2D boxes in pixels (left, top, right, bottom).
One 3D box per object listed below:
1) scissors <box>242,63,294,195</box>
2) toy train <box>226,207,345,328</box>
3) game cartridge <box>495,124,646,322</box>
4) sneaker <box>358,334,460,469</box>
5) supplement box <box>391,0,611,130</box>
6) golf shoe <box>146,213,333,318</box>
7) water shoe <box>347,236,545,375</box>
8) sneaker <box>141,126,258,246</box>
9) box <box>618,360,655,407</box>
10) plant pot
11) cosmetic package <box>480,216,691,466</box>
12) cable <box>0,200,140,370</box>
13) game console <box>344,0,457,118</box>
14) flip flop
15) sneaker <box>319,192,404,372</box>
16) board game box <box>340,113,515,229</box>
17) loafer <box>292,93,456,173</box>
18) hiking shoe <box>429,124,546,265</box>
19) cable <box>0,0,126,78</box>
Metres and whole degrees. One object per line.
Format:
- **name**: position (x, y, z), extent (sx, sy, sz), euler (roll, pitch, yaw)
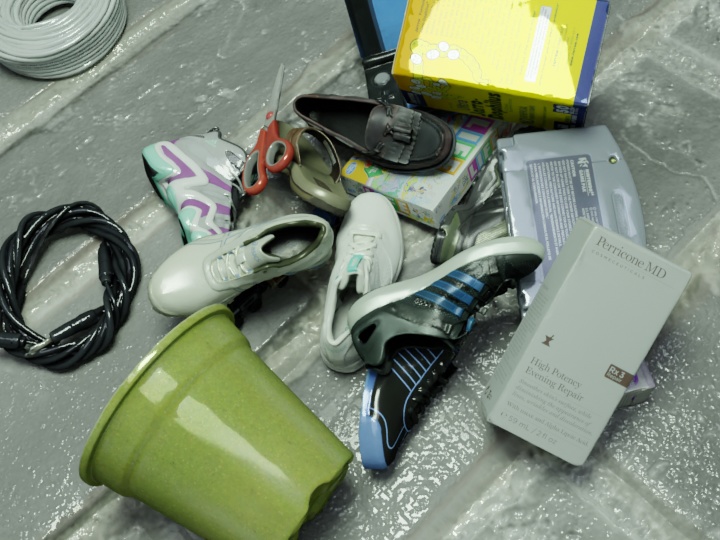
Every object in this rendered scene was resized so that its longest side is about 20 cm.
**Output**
- **scissors**: position (-0.108, -0.164, 0.956), extent (0.073, 0.014, 0.201), euler (-36, 41, 25)
- **toy train**: position (-0.083, -0.013, 0.920), extent (0.034, 0.046, 0.200), euler (38, 72, 24)
- **game cartridge**: position (0.214, -0.047, 0.845), extent (0.132, 0.041, 0.201), euler (-7, 72, 7)
- **sneaker**: position (0.054, 0.102, 0.827), extent (0.077, 0.070, 0.201), euler (5, 61, 18)
- **supplement box**: position (0.146, -0.223, 0.877), extent (0.199, 0.109, 0.110), euler (13, 87, 13)
- **golf shoe**: position (-0.121, -0.014, 0.842), extent (0.199, 0.097, 0.079), euler (-23, 87, -11)
- **water shoe**: position (0.088, 0.037, 0.792), extent (0.199, 0.072, 0.079), euler (-23, 62, 8)
- **sneaker**: position (-0.146, -0.083, 0.951), extent (0.139, 0.078, 0.201), euler (-25, 73, -18)
- **box**: position (0.241, 0.039, 0.857), extent (0.038, 0.042, 0.201), euler (-14, 60, -1)
- **plant pot**: position (-0.114, 0.165, 0.760), extent (0.184, 0.201, 0.201), euler (36, 71, 11)
- **cosmetic package**: position (0.201, 0.063, 0.767), extent (0.101, 0.074, 0.201), euler (26, 99, -2)
- **cable**: position (-0.327, 0.008, 0.936), extent (0.162, 0.051, 0.201), euler (11, 63, 12)
- **game console**: position (0.089, -0.275, 0.958), extent (0.199, 0.119, 0.171), euler (-15, 51, 10)
- **flip flop**: position (-0.055, -0.125, 0.931), extent (0.081, 0.058, 0.200), euler (15, 22, -27)
- **sneaker**: position (0.000, 0.000, 0.870), extent (0.075, 0.089, 0.201), euler (6, 68, 10)
- **board game box**: position (0.086, -0.151, 0.966), extent (0.134, 0.034, 0.200), euler (24, 66, 32)
- **loafer**: position (0.009, -0.155, 0.923), extent (0.199, 0.063, 0.072), euler (21, 97, 34)
- **hiking shoe**: position (0.162, -0.065, 0.914), extent (0.100, 0.076, 0.200), euler (35, 76, 9)
- **cable**: position (-0.417, -0.347, 1.132), extent (0.199, 0.069, 0.201), euler (6, 63, 9)
